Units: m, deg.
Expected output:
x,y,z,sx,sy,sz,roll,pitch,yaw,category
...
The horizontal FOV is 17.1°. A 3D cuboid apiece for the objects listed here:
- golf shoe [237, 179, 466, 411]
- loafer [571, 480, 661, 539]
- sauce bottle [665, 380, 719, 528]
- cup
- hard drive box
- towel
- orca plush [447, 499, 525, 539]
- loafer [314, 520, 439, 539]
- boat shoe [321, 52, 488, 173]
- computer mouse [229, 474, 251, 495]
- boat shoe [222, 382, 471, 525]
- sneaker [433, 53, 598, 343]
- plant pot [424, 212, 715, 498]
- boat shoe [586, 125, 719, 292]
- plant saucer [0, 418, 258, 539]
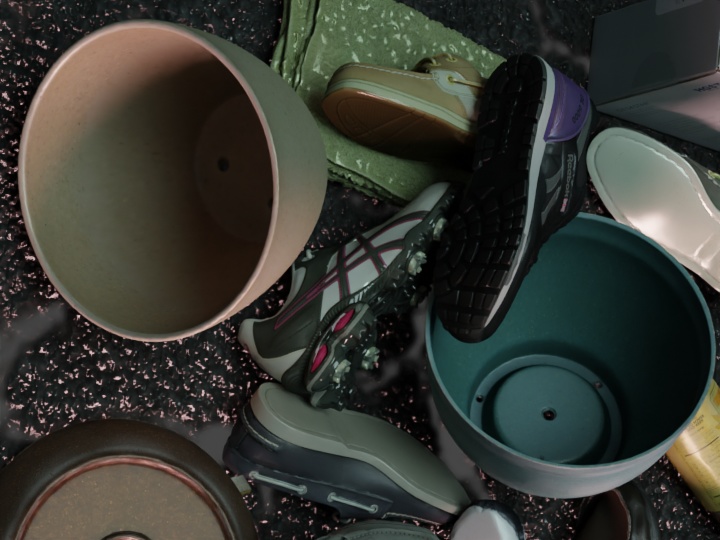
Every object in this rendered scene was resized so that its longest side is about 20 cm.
x,y,z,sx,sy,sz,roll,pitch,yaw,category
0.000,0.000,1.646,0.088,0.077,0.200,29,60,21,golf shoe
0.163,0.243,1.735,0.071,0.073,0.201,21,73,-31,loafer
0.286,0.160,1.835,0.066,0.066,0.200,-47,111,-28,sauce bottle
-0.100,-0.062,1.550,0.143,0.199,0.202,-10,90,-59,cup
0.298,-0.146,1.826,0.199,0.156,0.077,15,76,-32,hard drive box
0.020,-0.120,1.711,0.199,0.036,0.149,21,72,-29,towel
0.103,0.255,1.692,0.071,0.105,0.201,-16,95,-56,orca plush
-0.013,0.204,1.554,0.199,0.070,0.070,-11,95,-44,loafer
0.058,-0.115,1.677,0.199,0.074,0.067,16,65,-35,boat shoe
-0.063,0.205,1.612,0.199,0.046,0.141,-8,87,-26,computer mouse
-0.010,0.139,1.657,0.199,0.073,0.063,26,113,-34,boat shoe
0.118,-0.039,1.629,0.087,0.076,0.201,26,77,-39,sneaker
0.138,0.079,1.681,0.199,0.134,0.201,2,59,-4,plant pot
0.254,-0.045,1.841,0.201,0.072,0.060,38,24,-11,boat shoe
-0.154,0.194,1.530,0.199,0.034,0.202,3,82,-19,plant saucer
